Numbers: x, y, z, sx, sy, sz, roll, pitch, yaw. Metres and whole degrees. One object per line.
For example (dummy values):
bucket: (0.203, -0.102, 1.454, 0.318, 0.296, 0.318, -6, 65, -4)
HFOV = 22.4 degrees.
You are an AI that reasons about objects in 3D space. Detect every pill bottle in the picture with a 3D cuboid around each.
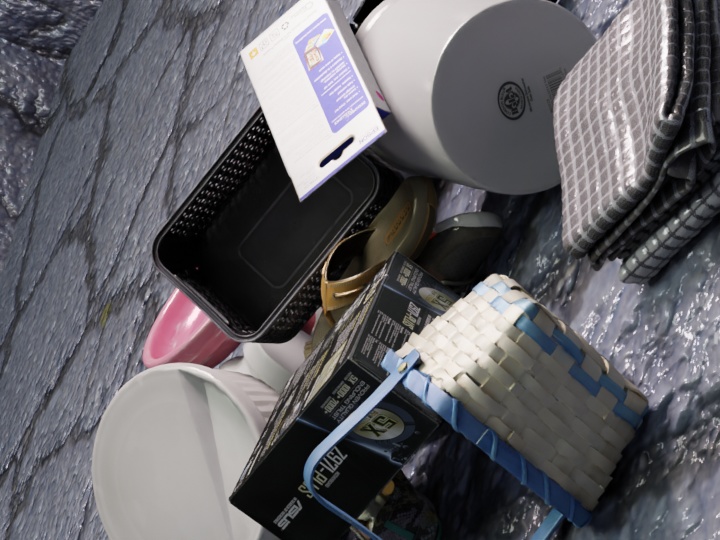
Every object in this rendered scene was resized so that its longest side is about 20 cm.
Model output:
pill bottle: (-0.108, 0.156, 1.781, 0.200, 0.116, 0.116, -58, 21, 22)

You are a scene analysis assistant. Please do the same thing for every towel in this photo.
towel: (0.207, -0.110, 1.297, 0.166, 0.085, 0.200, -49, 26, 43)

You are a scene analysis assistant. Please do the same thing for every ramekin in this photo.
ramekin: (-0.131, 0.177, 1.596, 0.202, 0.094, 0.203, 2, 93, 35)

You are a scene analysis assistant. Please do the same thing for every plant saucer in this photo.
plant saucer: (-0.139, 0.030, 1.830, 0.201, 0.051, 0.201, -45, 18, 18)

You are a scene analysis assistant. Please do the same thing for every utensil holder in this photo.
utensil holder: (0.095, -0.152, 1.521, 0.170, 0.170, 0.200, -66, 20, 2)

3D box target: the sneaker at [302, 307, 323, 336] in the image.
sneaker: (-0.086, 0.037, 1.906, 0.074, 0.087, 0.200, -63, 19, 6)

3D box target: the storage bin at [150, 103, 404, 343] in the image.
storage bin: (-0.072, -0.044, 1.627, 0.200, 0.135, 0.094, -50, -15, 8)

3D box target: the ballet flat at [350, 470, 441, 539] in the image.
ballet flat: (0.006, 0.188, 1.513, 0.072, 0.072, 0.200, -66, 19, 0)

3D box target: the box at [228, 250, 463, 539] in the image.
box: (-0.002, 0.102, 1.413, 0.164, 0.086, 0.200, -51, 6, 25)

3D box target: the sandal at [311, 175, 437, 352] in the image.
sandal: (0.000, 0.000, 1.546, 0.200, 0.054, 0.080, -60, 32, 28)

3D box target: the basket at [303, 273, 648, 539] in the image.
basket: (0.083, 0.120, 1.237, 0.200, 0.176, 0.139, -49, 22, -6)

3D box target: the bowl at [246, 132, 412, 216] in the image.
bowl: (-0.009, -0.077, 1.742, 0.090, 0.201, 0.201, 23, 89, 38)

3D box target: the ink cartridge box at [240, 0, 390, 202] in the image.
ink cartridge box: (-0.034, -0.145, 1.520, 0.095, 0.037, 0.200, -38, 44, 17)

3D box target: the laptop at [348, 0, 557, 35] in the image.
laptop: (0.063, -0.246, 1.672, 0.200, 0.177, 0.103, -58, 35, 25)

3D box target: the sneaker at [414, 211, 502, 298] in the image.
sneaker: (0.068, 0.030, 1.566, 0.200, 0.077, 0.082, -52, 50, 39)

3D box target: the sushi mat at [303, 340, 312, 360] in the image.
sushi mat: (0.017, 0.091, 1.563, 0.200, 0.012, 0.096, -18, 77, 49)
